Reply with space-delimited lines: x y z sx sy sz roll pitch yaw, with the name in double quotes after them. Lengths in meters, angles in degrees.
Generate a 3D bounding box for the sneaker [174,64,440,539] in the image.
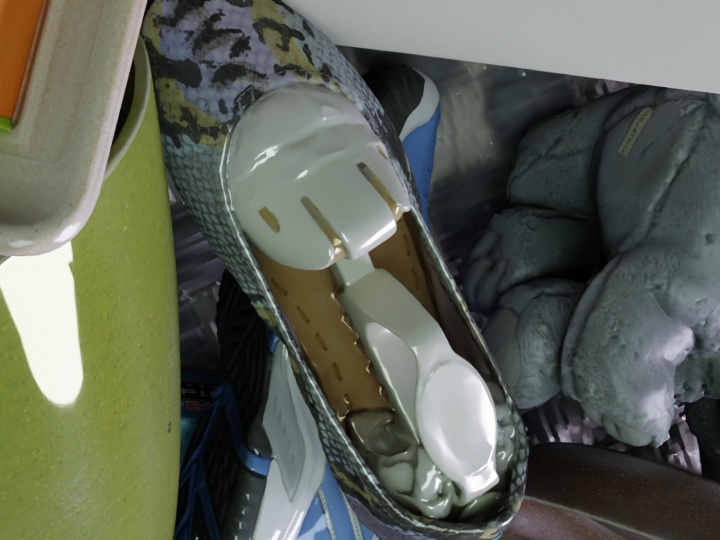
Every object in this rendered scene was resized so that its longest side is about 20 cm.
-0.005 0.029 0.786 0.077 0.076 0.201 20 81 -24 "sneaker"

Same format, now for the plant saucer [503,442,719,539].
0.126 0.105 0.798 0.200 0.200 0.032 28 77 -17 "plant saucer"

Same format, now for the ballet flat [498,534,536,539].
0.061 0.132 0.830 0.067 0.062 0.200 -41 139 6 "ballet flat"

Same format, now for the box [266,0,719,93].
0.061 -0.117 0.701 0.199 0.095 0.078 7 149 11 "box"

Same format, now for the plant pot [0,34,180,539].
-0.128 0.042 0.707 0.187 0.187 0.200 -16 126 -1 "plant pot"

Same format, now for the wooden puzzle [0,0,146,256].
-0.129 -0.114 0.627 0.037 0.185 0.201 28 77 -58 "wooden puzzle"

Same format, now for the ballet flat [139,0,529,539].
0.000 0.000 0.701 0.072 0.072 0.201 -25 107 3 "ballet flat"

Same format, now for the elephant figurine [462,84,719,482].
0.146 0.019 0.810 0.200 0.155 0.142 26 73 -28 "elephant figurine"

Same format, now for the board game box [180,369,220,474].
-0.077 0.112 0.844 0.199 0.047 0.151 8 109 -11 "board game box"
